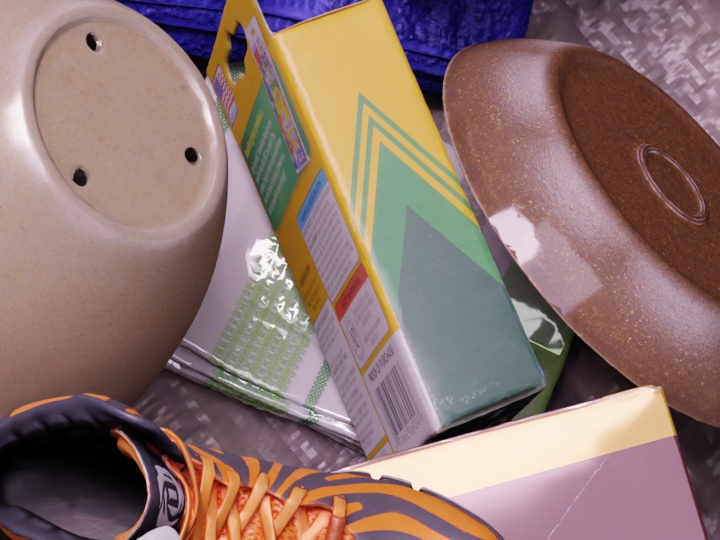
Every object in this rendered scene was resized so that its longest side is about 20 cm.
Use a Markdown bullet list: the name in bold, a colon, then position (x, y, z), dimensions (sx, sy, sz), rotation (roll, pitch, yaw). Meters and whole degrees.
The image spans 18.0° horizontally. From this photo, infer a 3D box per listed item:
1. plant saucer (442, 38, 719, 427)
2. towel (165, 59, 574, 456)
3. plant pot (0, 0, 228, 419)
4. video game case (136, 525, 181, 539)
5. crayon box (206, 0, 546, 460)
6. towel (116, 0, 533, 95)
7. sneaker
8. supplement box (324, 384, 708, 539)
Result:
- **plant saucer**: position (0.118, -0.026, 0.941), dimensions (0.037, 0.200, 0.201), rotation (-41, 80, 27)
- **towel**: position (0.000, 0.000, 0.993), dimensions (0.199, 0.031, 0.150), rotation (24, 74, 0)
- **plant pot**: position (-0.126, -0.032, 0.855), dimensions (0.199, 0.134, 0.202), rotation (21, 57, -37)
- **video game case**: position (-0.088, 0.210, 0.738), dimensions (0.200, 0.023, 0.183), rotation (-36, 84, 23)
- **crayon box**: position (0.002, -0.021, 0.922), dimensions (0.051, 0.126, 0.201), rotation (-21, 79, -15)
- **towel**: position (-0.010, -0.155, 0.979), dimensions (0.199, 0.050, 0.149), rotation (9, 103, -18)
- **sneaker**: position (-0.045, 0.094, 0.780), dimensions (0.198, 0.112, 0.078), rotation (8, 77, 7)
- **supplement box**: position (0.048, 0.174, 0.881), dimensions (0.196, 0.133, 0.201), rotation (-15, 76, 0)
